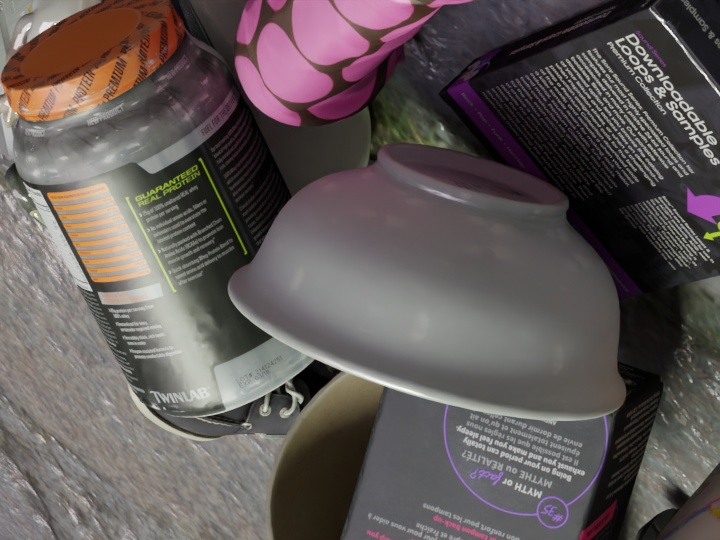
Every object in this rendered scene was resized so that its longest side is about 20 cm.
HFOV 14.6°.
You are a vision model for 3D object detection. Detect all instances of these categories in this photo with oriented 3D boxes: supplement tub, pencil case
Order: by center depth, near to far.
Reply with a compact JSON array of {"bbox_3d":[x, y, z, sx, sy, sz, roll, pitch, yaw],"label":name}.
[{"bbox_3d":[0.011,-0.137,1.345,0.200,0.094,0.091,147,123,-65],"label":"pencil case"},{"bbox_3d":[-0.100,-0.035,1.454,0.123,0.123,0.200,10,132,51],"label":"supplement tub"}]

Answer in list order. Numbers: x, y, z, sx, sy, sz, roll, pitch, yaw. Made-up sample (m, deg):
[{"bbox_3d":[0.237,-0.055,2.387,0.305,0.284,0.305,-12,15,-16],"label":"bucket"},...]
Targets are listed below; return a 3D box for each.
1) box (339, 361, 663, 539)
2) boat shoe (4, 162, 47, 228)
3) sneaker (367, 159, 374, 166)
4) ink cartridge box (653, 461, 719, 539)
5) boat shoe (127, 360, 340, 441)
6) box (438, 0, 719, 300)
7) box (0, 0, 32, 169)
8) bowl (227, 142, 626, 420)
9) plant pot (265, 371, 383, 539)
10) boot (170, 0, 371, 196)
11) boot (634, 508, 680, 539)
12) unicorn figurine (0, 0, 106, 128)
[{"bbox_3d":[0.063,0.136,1.439,0.122,0.200,0.106,20,-167,16],"label":"box"},{"bbox_3d":[-0.154,-0.033,1.708,0.071,0.064,0.200,67,-170,27],"label":"boat shoe"},{"bbox_3d":[0.000,0.000,1.553,0.200,0.099,0.071,23,149,41],"label":"sneaker"},{"bbox_3d":[0.183,0.155,1.392,0.067,0.200,0.117,46,155,-4],"label":"ink cartridge box"},{"bbox_3d":[-0.052,0.067,1.687,0.063,0.073,0.200,-14,161,43],"label":"boat shoe"},{"bbox_3d":[0.137,-0.059,1.331,0.143,0.036,0.200,49,156,-12],"label":"box"},{"bbox_3d":[-0.264,-0.168,1.755,0.158,0.048,0.200,33,153,22],"label":"box"},{"bbox_3d":[0.043,-0.005,1.360,0.201,0.201,0.090,26,107,35],"label":"bowl"},{"bbox_3d":[0.069,0.165,1.641,0.187,0.187,0.200,26,163,35],"label":"plant pot"},{"bbox_3d":[-0.061,-0.123,1.509,0.090,0.073,0.200,36,155,48],"label":"boot"},{"bbox_3d":[0.200,0.225,1.640,0.200,0.070,0.132,54,159,-10],"label":"boot"},{"bbox_3d":[-0.152,-0.122,1.532,0.200,0.074,0.137,38,120,-5],"label":"unicorn figurine"}]
